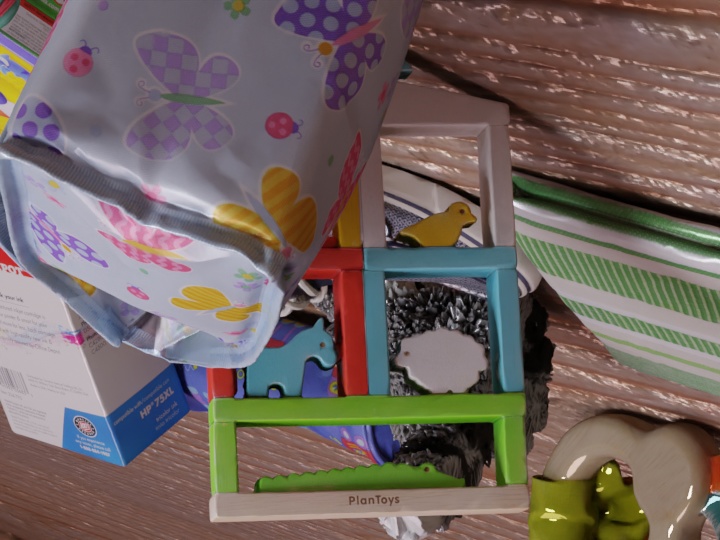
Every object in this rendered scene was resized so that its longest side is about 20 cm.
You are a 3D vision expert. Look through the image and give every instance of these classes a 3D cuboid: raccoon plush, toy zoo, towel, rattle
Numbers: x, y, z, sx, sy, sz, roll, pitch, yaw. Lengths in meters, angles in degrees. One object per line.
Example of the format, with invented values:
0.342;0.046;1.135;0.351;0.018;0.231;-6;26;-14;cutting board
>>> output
0.010;0.055;1.151;0.133;0.097;0.200;3;-161;27;raccoon plush
0.000;0.000;0.927;0.130;0.201;0.020;-1;169;-11;toy zoo
0.154;0.018;1.056;0.152;0.024;0.200;16;164;33;towel
0.201;0.139;1.311;0.142;0.131;0.200;21;142;-28;rattle

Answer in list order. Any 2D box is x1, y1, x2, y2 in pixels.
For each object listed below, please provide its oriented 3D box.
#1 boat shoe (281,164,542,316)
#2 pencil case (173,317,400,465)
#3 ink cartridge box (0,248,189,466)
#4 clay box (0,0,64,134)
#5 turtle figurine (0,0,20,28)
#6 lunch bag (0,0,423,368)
-0.016;-0.007;1.103;0.199;0.093;0.075;23;165;8;boat shoe
-0.037;0.069;1.436;0.199;0.079;0.087;13;169;39;pencil case
-0.194;0.015;1.426;0.116;0.067;0.201;12;129;41;ink cartridge box
-0.182;-0.110;1.111;0.115;0.048;0.200;33;163;-26;clay box
-0.174;-0.155;0.858;0.149;0.101;0.200;8;152;49;turtle figurine
-0.053;-0.065;0.812;0.126;0.170;0.200;23;166;1;lunch bag
